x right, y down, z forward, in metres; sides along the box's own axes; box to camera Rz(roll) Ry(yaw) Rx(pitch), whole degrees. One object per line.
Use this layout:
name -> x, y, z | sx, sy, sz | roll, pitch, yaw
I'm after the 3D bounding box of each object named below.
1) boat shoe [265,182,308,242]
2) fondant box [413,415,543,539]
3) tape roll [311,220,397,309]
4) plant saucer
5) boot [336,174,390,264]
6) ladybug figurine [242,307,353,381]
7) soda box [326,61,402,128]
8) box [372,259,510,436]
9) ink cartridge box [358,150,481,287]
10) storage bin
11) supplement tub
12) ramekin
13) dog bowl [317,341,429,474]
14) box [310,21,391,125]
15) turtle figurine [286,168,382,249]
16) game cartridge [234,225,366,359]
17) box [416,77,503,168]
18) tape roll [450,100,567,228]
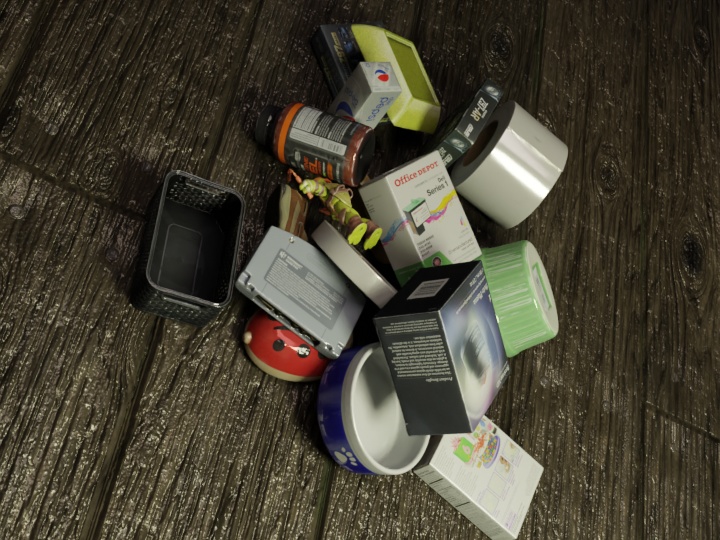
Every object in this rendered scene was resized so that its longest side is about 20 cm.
boat shoe -> -0.119, -0.050, 1.482 | 0.073, 0.075, 0.204 | 20, 60, -26
fondant box -> 0.202, 0.337, 1.511 | 0.199, 0.058, 0.145 | 42, 53, -10
tape roll -> 0.000, 0.000, 1.469 | 0.037, 0.203, 0.203 | -45, 96, 1
plant saucer -> 0.079, -0.361, 1.658 | 0.199, 0.047, 0.203 | -6, 71, -63
boot -> 0.053, -0.130, 1.624 | 0.154, 0.073, 0.203 | -28, 86, -37
ladybug figurine -> -0.093, 0.105, 1.426 | 0.196, 0.072, 0.139 | -1, 69, -32
soda box -> -0.007, -0.281, 1.576 | 0.067, 0.200, 0.065 | -9, 68, -33
box -> 0.134, 0.118, 1.389 | 0.200, 0.121, 0.202 | -42, 119, -55
ink cartridge box -> 0.104, -0.086, 1.552 | 0.144, 0.083, 0.204 | -29, 97, -37
storage bin -> -0.264, -0.032, 1.372 | 0.133, 0.094, 0.204 | 18, 61, -24
supplement tub -> -0.080, -0.222, 1.531 | 0.196, 0.108, 0.108 | 20, 53, 15
ramekin -> 0.284, 0.045, 1.611 | 0.201, 0.096, 0.203 | 51, 29, -43
dog bowl -> 0.025, 0.216, 1.405 | 0.198, 0.078, 0.205 | 15, 70, -46
box -> 0.008, -0.379, 1.725 | 0.155, 0.051, 0.204 | -15, 77, -37
turtle figurine -> -0.033, -0.106, 1.486 | 0.064, 0.200, 0.161 | -45, 63, 2
game cartridge -> -0.088, 0.029, 1.396 | 0.199, 0.040, 0.135 | 38, 57, -13
box -> 0.170, -0.248, 1.672 | 0.043, 0.200, 0.161 | 38, 53, -8
tape roll -> 0.282, -0.203, 1.721 | 0.138, 0.202, 0.205 | 35, 54, -11
